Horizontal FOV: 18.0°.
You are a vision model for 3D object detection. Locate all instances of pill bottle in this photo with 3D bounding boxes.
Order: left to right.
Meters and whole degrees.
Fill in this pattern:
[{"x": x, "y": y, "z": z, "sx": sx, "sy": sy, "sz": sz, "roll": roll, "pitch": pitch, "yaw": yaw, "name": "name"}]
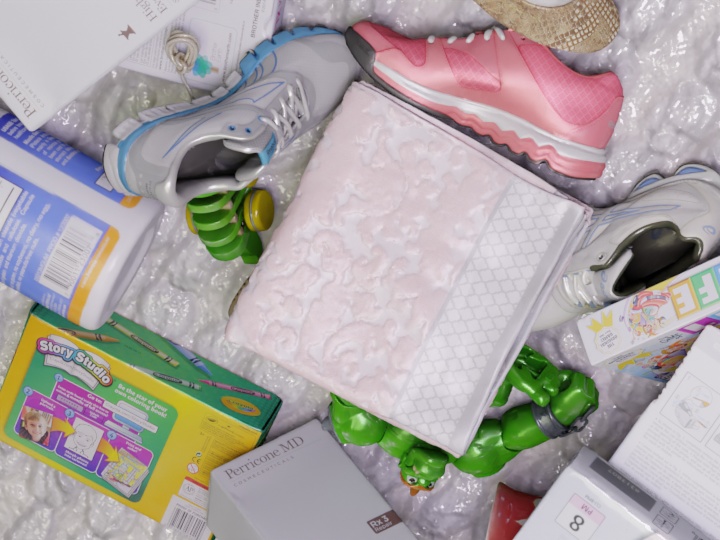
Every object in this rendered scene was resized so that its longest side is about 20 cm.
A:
[{"x": -0.253, "y": -0.050, "z": 1.647, "sx": 0.199, "sy": 0.112, "sz": 0.112, "roll": 29, "pitch": 118, "yaw": 2, "name": "pill bottle"}]

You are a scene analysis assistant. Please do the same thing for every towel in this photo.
[{"x": 0.032, "y": 0.000, "z": 1.543, "sx": 0.191, "sy": 0.032, "sz": 0.201, "roll": 28, "pitch": 88, "yaw": 7, "name": "towel"}]

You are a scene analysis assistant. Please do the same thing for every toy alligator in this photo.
[{"x": -0.109, "y": -0.072, "z": 1.604, "sx": 0.059, "sy": 0.054, "sz": 0.201, "roll": -1, "pitch": 129, "yaw": 21, "name": "toy alligator"}]

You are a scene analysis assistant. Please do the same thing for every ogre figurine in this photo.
[{"x": 0.060, "y": 0.095, "z": 1.632, "sx": 0.199, "sy": 0.098, "sz": 0.120, "roll": 1, "pitch": 139, "yaw": -31, "name": "ogre figurine"}]

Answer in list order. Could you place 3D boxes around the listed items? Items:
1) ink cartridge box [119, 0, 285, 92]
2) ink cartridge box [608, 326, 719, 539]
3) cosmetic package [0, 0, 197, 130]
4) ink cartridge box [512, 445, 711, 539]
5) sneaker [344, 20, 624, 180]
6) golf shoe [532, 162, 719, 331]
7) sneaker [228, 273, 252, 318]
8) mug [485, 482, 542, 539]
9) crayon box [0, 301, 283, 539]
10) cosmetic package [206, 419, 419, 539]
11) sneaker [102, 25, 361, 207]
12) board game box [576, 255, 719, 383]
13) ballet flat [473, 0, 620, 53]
[{"x": -0.151, "y": -0.199, "z": 1.590, "sx": 0.199, "sy": 0.042, "sz": 0.120, "roll": 14, "pitch": 118, "yaw": 6, "name": "ink cartridge box"}, {"x": 0.250, "y": 0.154, "z": 1.527, "sx": 0.162, "sy": 0.057, "sz": 0.200, "roll": 35, "pitch": 112, "yaw": 10, "name": "ink cartridge box"}, {"x": -0.176, "y": -0.193, "z": 1.530, "sx": 0.200, "sy": 0.074, "sz": 0.102, "roll": -36, "pitch": 101, "yaw": 25, "name": "cosmetic package"}, {"x": 0.159, "y": 0.243, "z": 1.533, "sx": 0.162, "sy": 0.057, "sz": 0.200, "roll": 36, "pitch": 112, "yaw": 9, "name": "ink cartridge box"}, {"x": 0.088, "y": -0.137, "z": 1.548, "sx": 0.200, "sy": 0.074, "sz": 0.087, "roll": 26, "pitch": 98, "yaw": 4, "name": "sneaker"}, {"x": 0.161, "y": -0.004, "z": 1.561, "sx": 0.200, "sy": 0.097, "sz": 0.078, "roll": -30, "pitch": 105, "yaw": 27, "name": "golf shoe"}, {"x": 0.000, "y": 0.000, "z": 1.622, "sx": 0.112, "sy": 0.071, "sz": 0.200, "roll": 44, "pitch": 116, "yaw": -3, "name": "sneaker"}, {"x": 0.184, "y": 0.249, "z": 1.672, "sx": 0.199, "sy": 0.134, "sz": 0.178, "roll": 11, "pitch": 154, "yaw": 6, "name": "mug"}, {"x": -0.174, "y": 0.110, "z": 1.729, "sx": 0.199, "sy": 0.058, "sz": 0.119, "roll": 27, "pitch": 118, "yaw": 2, "name": "crayon box"}, {"x": -0.019, "y": 0.211, "z": 1.647, "sx": 0.200, "sy": 0.101, "sz": 0.074, "roll": 48, "pitch": 148, "yaw": 31, "name": "cosmetic package"}, {"x": -0.070, "y": -0.095, "z": 1.539, "sx": 0.087, "sy": 0.200, "sz": 0.075, "roll": 32, "pitch": 148, "yaw": 49, "name": "sneaker"}, {"x": 0.262, "y": 0.018, "z": 1.524, "sx": 0.200, "sy": 0.134, "sz": 0.034, "roll": -26, "pitch": 70, "yaw": 25, "name": "board game box"}, {"x": 0.088, "y": -0.212, "z": 1.495, "sx": 0.200, "sy": 0.071, "sz": 0.065, "roll": 30, "pitch": 160, "yaw": -1, "name": "ballet flat"}]
